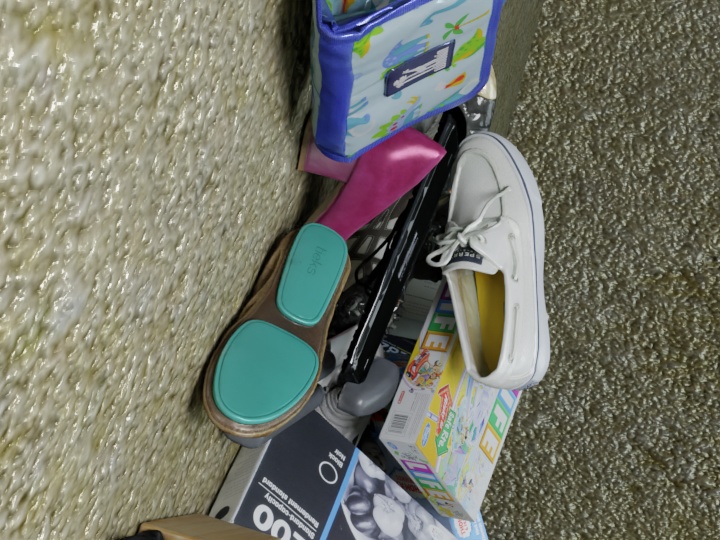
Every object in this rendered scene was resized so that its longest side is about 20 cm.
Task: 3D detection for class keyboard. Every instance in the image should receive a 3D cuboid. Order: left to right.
[{"bbox_3d":[0.019,-0.014,1.053,0.104,0.040,0.200,71,41,-75],"label":"keyboard"}]

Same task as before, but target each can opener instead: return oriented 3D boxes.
[{"bbox_3d":[-0.026,0.085,1.054,0.200,0.067,0.053,-27,138,-65],"label":"can opener"}]

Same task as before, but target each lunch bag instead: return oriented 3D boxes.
[{"bbox_3d":[0.030,-0.178,0.883,0.200,0.127,0.170,-58,170,-18],"label":"lunch bag"}]

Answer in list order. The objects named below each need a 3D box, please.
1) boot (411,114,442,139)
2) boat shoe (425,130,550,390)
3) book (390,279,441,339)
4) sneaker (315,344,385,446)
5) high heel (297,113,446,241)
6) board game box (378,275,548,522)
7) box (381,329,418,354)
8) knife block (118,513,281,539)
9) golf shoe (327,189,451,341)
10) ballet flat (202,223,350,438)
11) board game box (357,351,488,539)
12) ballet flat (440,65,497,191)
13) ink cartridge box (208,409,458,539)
[{"bbox_3d":[0.053,-0.181,1.080,0.200,0.073,0.182,-64,178,23],"label":"boot"},{"bbox_3d":[0.087,-0.010,1.093,0.086,0.075,0.202,7,76,-51],"label":"boat shoe"},{"bbox_3d":[0.091,-0.022,1.340,0.048,0.133,0.200,125,-27,-50],"label":"book"},{"bbox_3d":[-0.038,0.145,1.239,0.112,0.073,0.200,68,47,-83],"label":"sneaker"},{"bbox_3d":[0.001,-0.024,1.038,0.067,0.096,0.200,-64,167,-53],"label":"high heel"},{"bbox_3d":[0.088,0.083,1.176,0.134,0.034,0.200,55,50,-47],"label":"board game box"},{"bbox_3d":[0.071,0.011,1.367,0.049,0.161,0.200,-59,-174,49],"label":"box"},{"bbox_3d":[-0.099,0.176,0.855,0.200,0.064,0.176,-65,169,-50],"label":"knife block"},{"bbox_3d":[0.000,0.000,1.185,0.200,0.094,0.078,-41,144,-26],"label":"golf shoe"},{"bbox_3d":[-0.059,0.050,0.941,0.072,0.068,0.200,-55,-169,41],"label":"ballet flat"},{"bbox_3d":[0.039,0.169,1.275,0.037,0.151,0.200,-24,103,-29],"label":"board game box"},{"bbox_3d":[0.055,-0.096,1.246,0.057,0.066,0.200,1,125,-55],"label":"ballet flat"},{"bbox_3d":[-0.023,0.218,1.055,0.043,0.198,0.200,-34,-160,37],"label":"ink cartridge box"}]
